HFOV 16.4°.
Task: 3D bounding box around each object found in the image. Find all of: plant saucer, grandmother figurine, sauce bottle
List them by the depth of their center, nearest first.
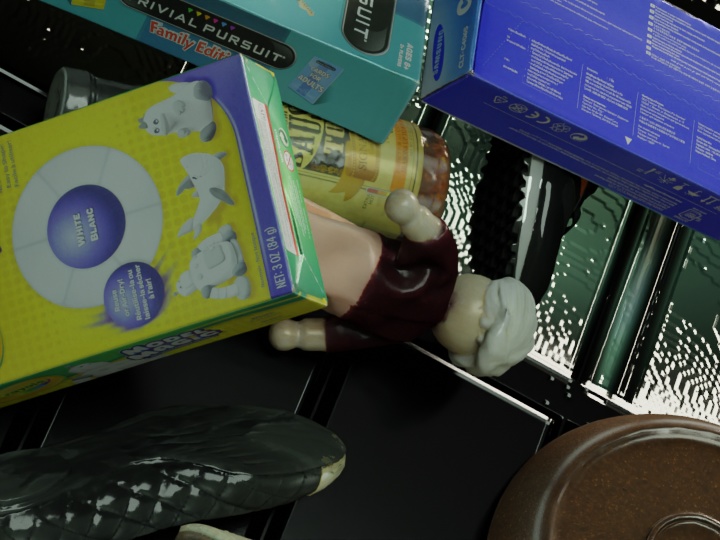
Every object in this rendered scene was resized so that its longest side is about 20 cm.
[{"bbox_3d":[0.000,0.000,1.205,0.200,0.121,0.061,22,55,-22],"label":"grandmother figurine"},{"bbox_3d":[-0.056,-0.059,1.228,0.200,0.066,0.066,10,68,-21],"label":"sauce bottle"},{"bbox_3d":[0.162,0.150,1.232,0.200,0.035,0.201,6,55,-9],"label":"plant saucer"}]

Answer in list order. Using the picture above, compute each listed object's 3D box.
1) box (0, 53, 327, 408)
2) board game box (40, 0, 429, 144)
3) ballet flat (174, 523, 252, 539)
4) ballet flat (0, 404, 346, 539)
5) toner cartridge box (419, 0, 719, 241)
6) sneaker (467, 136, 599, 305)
[{"bbox_3d":[-0.124,-0.013,1.132,0.200,0.048,0.118,-19,75,18],"label":"box"},{"bbox_3d":[-0.063,-0.163,1.238,0.200,0.047,0.151,21,42,-13],"label":"board game box"},{"bbox_3d":[-0.012,0.183,1.172,0.200,0.067,0.062,47,41,-9],"label":"ballet flat"},{"bbox_3d":[-0.099,0.103,1.170,0.200,0.057,0.066,-9,33,-27],"label":"ballet flat"},{"bbox_3d":[0.125,-0.095,1.256,0.200,0.043,0.095,24,61,-29],"label":"toner cartridge box"},{"bbox_3d":[0.116,-0.066,1.302,0.090,0.070,0.200,16,65,-16],"label":"sneaker"}]
